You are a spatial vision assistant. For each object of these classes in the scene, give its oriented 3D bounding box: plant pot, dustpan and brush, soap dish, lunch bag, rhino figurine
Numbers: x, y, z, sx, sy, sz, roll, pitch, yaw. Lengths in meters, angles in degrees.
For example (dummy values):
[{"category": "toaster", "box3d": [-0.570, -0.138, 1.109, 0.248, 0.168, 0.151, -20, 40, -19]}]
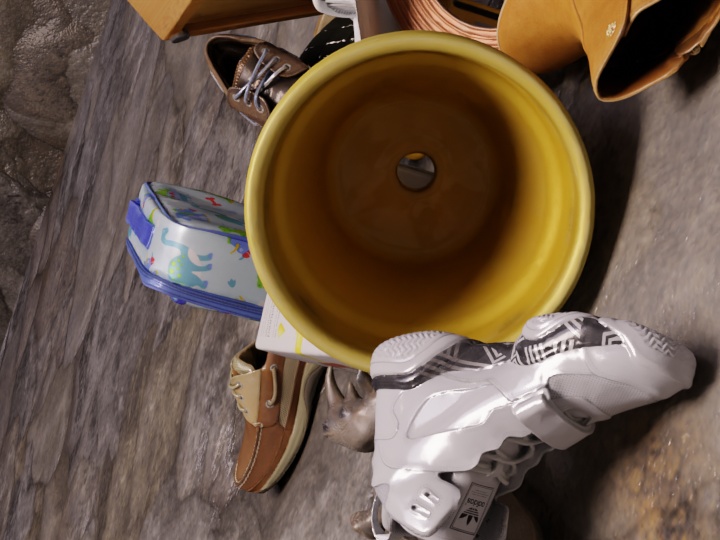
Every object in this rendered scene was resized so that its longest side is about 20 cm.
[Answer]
[{"category": "plant pot", "box3d": [0.034, -0.050, 1.056, 0.189, 0.200, 0.202, -88, 16, -80]}, {"category": "dustpan and brush", "box3d": [-0.002, -0.192, 1.220, 0.200, 0.057, 0.140, -13, -86, -72]}, {"category": "soap dish", "box3d": [-0.070, -0.245, 1.314, 0.157, 0.199, 0.082, -35, 70, 64]}, {"category": "lunch bag", "box3d": [-0.127, -0.017, 1.525, 0.200, 0.160, 0.083, -138, 65, -69]}, {"category": "rhino figurine", "box3d": [0.036, 0.123, 0.996, 0.200, 0.060, 0.088, 50, 124, 34]}]

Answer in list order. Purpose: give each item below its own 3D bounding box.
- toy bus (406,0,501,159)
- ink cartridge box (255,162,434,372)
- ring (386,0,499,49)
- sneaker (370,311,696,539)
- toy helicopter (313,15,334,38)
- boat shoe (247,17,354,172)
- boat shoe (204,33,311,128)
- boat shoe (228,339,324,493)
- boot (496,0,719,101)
[{"category": "toy bus", "box3d": [0.050, -0.138, 1.254, 0.200, 0.065, 0.079, 149, 132, -64]}, {"category": "ink cartridge box", "box3d": [0.000, 0.000, 1.260, 0.200, 0.083, 0.146, 178, 107, -71]}, {"category": "ring", "box3d": [0.093, -0.223, 1.112, 0.200, 0.019, 0.202, 2, 93, 37]}, {"category": "sneaker", "box3d": [0.083, 0.090, 0.891, 0.199, 0.075, 0.116, -8, 66, 40]}, {"category": "toy helicopter", "box3d": [-0.046, -0.171, 1.588, 0.132, 0.079, 0.201, 115, 172, -54]}, {"category": "boat shoe", "box3d": [-0.022, -0.127, 1.414, 0.075, 0.074, 0.201, 28, 83, 30]}, {"category": "boat shoe", "box3d": [-0.067, -0.135, 1.318, 0.072, 0.072, 0.200, -60, 34, 1]}, {"category": "boat shoe", "box3d": [-0.074, 0.087, 1.425, 0.076, 0.074, 0.201, -122, 50, -66]}, {"category": "boot", "box3d": [0.136, -0.142, 0.972, 0.201, 0.071, 0.144, -45, 24, 43]}]
